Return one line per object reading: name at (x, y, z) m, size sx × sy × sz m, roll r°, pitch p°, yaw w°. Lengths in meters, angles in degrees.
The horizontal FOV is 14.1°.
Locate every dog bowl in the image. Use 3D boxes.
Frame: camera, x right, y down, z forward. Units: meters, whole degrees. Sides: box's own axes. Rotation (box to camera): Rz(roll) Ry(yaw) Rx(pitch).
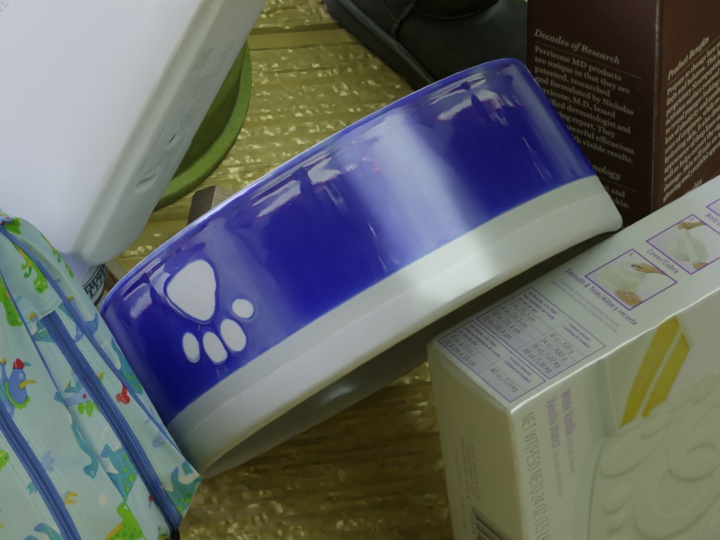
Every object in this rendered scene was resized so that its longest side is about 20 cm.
dog bowl at (0.000, 0.000, 1.147) m, size 0.200 × 0.200 × 0.079 m, roll -27°, pitch 83°, yaw -36°

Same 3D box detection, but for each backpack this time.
backpack at (-0.153, 0.055, 1.080) m, size 0.154 × 0.163 × 0.200 m, roll -30°, pitch 105°, yaw -36°

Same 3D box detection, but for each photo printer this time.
photo printer at (-0.140, -0.123, 1.123) m, size 0.200 × 0.167 × 0.069 m, roll 37°, pitch 24°, yaw 14°

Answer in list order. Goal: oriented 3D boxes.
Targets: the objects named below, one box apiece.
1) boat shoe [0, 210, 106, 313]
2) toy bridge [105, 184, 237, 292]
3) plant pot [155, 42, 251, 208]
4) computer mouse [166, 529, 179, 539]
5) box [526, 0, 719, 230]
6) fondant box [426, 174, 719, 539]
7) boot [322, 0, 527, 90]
boat shoe at (-0.191, -0.012, 1.191) m, size 0.200 × 0.065 × 0.074 m, roll 28°, pitch 54°, yaw 25°
toy bridge at (-0.067, -0.002, 1.246) m, size 0.200 × 0.027 × 0.067 m, roll 17°, pitch 76°, yaw -25°
plant pot at (-0.115, -0.154, 1.251) m, size 0.200 × 0.184 × 0.201 m, roll 12°, pitch 51°, yaw -16°
computer mouse at (-0.089, 0.155, 1.138) m, size 0.058 × 0.034 × 0.200 m, roll -12°, pitch 52°, yaw 0°
box at (0.126, -0.074, 1.284) m, size 0.075 × 0.200 × 0.100 m, roll 23°, pitch 44°, yaw 27°
fondant box at (0.128, 0.051, 1.164) m, size 0.200 × 0.145 × 0.058 m, roll -30°, pitch 43°, yaw -23°
boot at (0.067, -0.145, 1.312) m, size 0.182 × 0.200 × 0.073 m, roll 32°, pitch 56°, yaw 3°
